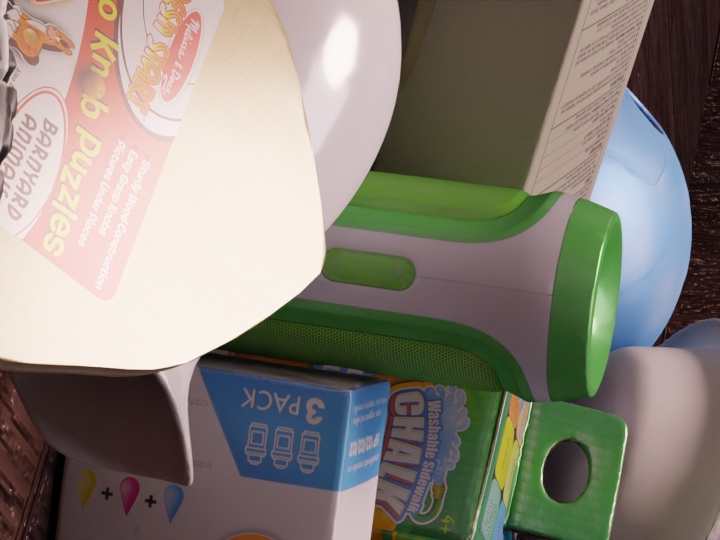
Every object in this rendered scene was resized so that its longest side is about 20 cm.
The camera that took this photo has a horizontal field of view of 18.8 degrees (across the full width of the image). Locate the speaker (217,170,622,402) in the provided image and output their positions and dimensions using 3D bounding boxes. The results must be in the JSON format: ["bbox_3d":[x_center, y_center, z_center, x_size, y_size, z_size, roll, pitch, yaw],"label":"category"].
[{"bbox_3d":[0.000,0.000,0.868,0.088,0.199,0.089,8,90,-76],"label":"speaker"}]

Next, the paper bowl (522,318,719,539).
[{"bbox_3d":[0.138,0.118,1.049,0.201,0.104,0.201,-59,-168,21],"label":"paper bowl"}]

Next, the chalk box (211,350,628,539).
[{"bbox_3d":[0.017,0.076,0.976,0.124,0.199,0.125,68,32,-64],"label":"chalk box"}]

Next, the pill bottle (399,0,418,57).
[{"bbox_3d":[0.019,-0.178,1.031,0.200,0.113,0.114,-64,157,-53],"label":"pill bottle"}]

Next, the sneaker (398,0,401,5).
[{"bbox_3d":[0.001,-0.140,0.833,0.081,0.075,0.200,-38,164,-16],"label":"sneaker"}]

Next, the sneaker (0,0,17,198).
[{"bbox_3d":[-0.135,-0.087,0.550,0.078,0.090,0.201,-52,-146,45],"label":"sneaker"}]

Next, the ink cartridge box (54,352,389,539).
[{"bbox_3d":[-0.061,0.136,0.870,0.068,0.114,0.201,-5,102,-76],"label":"ink cartridge box"}]

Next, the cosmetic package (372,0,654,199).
[{"bbox_3d":[0.072,-0.101,0.915,0.103,0.073,0.201,-34,146,-56],"label":"cosmetic package"}]

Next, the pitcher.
[{"bbox_3d":[-0.073,-0.052,0.760,0.201,0.121,0.172,-63,144,-24],"label":"pitcher"}]

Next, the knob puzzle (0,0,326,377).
[{"bbox_3d":[-0.089,-0.052,0.668,0.219,0.030,0.221,19,62,-41],"label":"knob puzzle"}]

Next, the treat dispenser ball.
[{"bbox_3d":[0.074,-0.021,1.155,0.201,0.200,0.202,8,90,-76],"label":"treat dispenser ball"}]
